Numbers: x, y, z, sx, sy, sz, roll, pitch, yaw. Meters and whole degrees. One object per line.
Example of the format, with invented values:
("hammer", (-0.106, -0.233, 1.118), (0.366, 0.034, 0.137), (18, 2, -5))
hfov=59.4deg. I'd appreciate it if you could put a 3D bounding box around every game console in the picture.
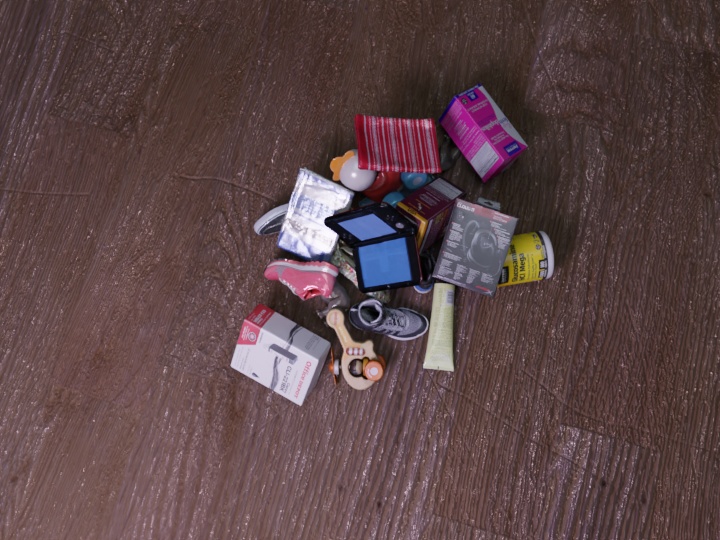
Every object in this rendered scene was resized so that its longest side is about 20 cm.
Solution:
("game console", (0.025, -0.046, 1.398), (0.196, 0.171, 0.122), (-10, 58, 42))

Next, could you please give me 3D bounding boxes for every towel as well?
("towel", (-0.108, -0.122, 1.489), (0.144, 0.024, 0.205), (24, 108, 6))
("towel", (0.084, -0.288, 1.430), (0.193, 0.023, 0.149), (1, 66, -10))

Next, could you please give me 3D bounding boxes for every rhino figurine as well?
("rhino figurine", (-0.094, 0.030, 1.533), (0.086, 0.060, 0.203), (-31, 73, 1))

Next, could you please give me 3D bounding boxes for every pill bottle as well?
("pill bottle", (0.351, -0.023, 1.503), (0.194, 0.113, 0.116), (-10, 79, 0))

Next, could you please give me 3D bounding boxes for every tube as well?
("tube", (0.193, 0.134, 1.514), (0.057, 0.051, 0.207), (-1, 81, 35))

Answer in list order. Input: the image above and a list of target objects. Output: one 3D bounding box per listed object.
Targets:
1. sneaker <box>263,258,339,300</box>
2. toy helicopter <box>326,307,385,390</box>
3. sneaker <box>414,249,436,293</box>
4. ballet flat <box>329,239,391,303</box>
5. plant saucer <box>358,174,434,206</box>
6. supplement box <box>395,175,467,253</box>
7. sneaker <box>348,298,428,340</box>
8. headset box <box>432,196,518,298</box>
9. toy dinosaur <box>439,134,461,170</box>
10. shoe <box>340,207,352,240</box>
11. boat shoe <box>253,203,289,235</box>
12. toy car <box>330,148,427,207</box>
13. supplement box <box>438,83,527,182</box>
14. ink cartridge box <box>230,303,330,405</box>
("sneaker", (-0.147, 0.024, 1.480), (0.194, 0.074, 0.090), (1, 72, 24))
("toy helicopter", (-0.032, 0.186, 1.483), (0.130, 0.079, 0.204), (-27, 92, 9))
("sneaker", (0.128, -0.051, 1.515), (0.075, 0.111, 0.206), (-17, 79, -2))
("ballet flat", (0.000, 0.000, 1.525), (0.198, 0.076, 0.065), (37, 123, 7))
("plant saucer", (0.092, -0.196, 1.591), (0.198, 0.019, 0.071), (-36, 81, -4))
("supplement box", (0.155, -0.126, 1.475), (0.085, 0.112, 0.199), (34, 42, 20))
("sneaker", (0.066, 0.116, 1.484), (0.193, 0.114, 0.078), (9, 80, 3))
("headset box", (0.260, -0.061, 1.417), (0.145, 0.077, 0.206), (17, 94, 8))
("toy dinosaur", (0.187, -0.289, 1.585), (0.195, 0.076, 0.106), (0, 79, -31))
("shoe", (-0.058, -0.135, 1.537), (0.198, 0.053, 0.071), (36, 71, -15))
("boat shoe", (-0.165, -0.123, 1.557), (0.195, 0.072, 0.072), (-24, 75, -5))
("toy car", (0.022, -0.246, 1.473), (0.178, 0.196, 0.187), (-53, 50, 33))
("supplement box", (0.300, -0.339, 1.556), (0.100, 0.104, 0.202), (-30, 81, -30))
("ink cartridge box", (-0.184, 0.195, 1.460), (0.196, 0.084, 0.147), (27, 120, 6))
